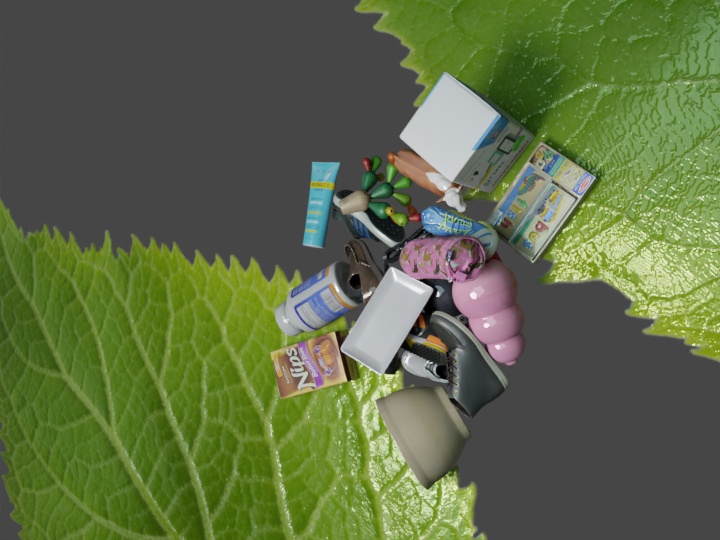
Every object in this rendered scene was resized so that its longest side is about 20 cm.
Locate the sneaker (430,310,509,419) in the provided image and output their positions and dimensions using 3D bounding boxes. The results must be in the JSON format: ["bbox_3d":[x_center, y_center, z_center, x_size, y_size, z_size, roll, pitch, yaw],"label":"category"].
[{"bbox_3d":[0.181,0.176,1.294,0.106,0.075,0.200,-40,85,-16],"label":"sneaker"}]

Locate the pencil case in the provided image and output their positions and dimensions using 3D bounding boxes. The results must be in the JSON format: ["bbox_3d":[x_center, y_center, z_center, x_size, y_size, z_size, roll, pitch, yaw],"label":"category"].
[{"bbox_3d":[0.149,-0.022,1.283,0.200,0.086,0.083,5,111,67],"label":"pencil case"}]

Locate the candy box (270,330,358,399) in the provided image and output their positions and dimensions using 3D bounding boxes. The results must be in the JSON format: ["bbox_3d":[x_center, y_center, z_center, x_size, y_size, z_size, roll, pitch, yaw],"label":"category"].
[{"bbox_3d":[-0.109,0.220,1.591,0.199,0.056,0.117,-21,78,32],"label":"candy box"}]

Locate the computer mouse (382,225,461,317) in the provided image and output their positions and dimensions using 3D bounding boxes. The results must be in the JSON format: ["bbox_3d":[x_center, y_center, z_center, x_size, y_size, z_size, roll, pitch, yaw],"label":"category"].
[{"bbox_3d":[0.121,0.016,1.403,0.140,0.046,0.201,-28,73,16],"label":"computer mouse"}]

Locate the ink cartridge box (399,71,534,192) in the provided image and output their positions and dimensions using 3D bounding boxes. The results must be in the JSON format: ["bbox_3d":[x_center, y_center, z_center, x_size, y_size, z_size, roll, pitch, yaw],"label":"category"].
[{"bbox_3d":[0.208,-0.257,1.309,0.146,0.200,0.147,45,112,24],"label":"ink cartridge box"}]

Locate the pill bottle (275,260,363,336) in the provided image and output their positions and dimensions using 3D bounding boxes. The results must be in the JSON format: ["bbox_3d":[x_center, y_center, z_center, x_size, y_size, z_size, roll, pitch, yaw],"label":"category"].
[{"bbox_3d":[-0.096,0.071,1.552,0.200,0.112,0.112,-32,73,29],"label":"pill bottle"}]

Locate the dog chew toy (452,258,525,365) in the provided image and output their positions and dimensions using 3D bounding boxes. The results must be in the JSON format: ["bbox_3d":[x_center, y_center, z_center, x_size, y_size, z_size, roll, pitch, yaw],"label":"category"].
[{"bbox_3d":[0.252,0.083,1.293,0.124,0.124,0.201,-18,96,31],"label":"dog chew toy"}]

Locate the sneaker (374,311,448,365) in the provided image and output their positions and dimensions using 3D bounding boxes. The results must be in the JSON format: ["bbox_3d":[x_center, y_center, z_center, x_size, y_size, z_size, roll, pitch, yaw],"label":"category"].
[{"bbox_3d":[0.113,0.115,1.406,0.200,0.070,0.090,27,60,26],"label":"sneaker"}]

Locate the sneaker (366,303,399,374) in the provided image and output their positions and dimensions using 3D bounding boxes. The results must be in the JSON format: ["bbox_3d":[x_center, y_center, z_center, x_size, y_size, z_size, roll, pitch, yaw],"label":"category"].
[{"bbox_3d":[0.068,0.121,1.469,0.087,0.076,0.201,-13,82,26],"label":"sneaker"}]

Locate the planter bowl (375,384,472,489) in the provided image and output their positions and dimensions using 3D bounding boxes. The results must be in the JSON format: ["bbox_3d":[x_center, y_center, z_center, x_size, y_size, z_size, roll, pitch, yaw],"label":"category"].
[{"bbox_3d":[0.137,0.312,1.366,0.134,0.200,0.201,-30,71,0],"label":"planter bowl"}]

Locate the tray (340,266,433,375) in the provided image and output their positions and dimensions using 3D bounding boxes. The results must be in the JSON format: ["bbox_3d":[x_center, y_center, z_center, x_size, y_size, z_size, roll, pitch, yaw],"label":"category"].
[{"bbox_3d":[0.054,0.100,1.367,0.107,0.022,0.200,29,82,24],"label":"tray"}]

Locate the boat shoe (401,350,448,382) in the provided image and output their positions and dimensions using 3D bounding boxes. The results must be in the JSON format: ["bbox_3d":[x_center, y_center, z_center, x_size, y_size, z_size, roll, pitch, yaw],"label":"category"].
[{"bbox_3d":[0.165,0.198,1.404,0.199,0.068,0.072,13,96,32],"label":"boat shoe"}]

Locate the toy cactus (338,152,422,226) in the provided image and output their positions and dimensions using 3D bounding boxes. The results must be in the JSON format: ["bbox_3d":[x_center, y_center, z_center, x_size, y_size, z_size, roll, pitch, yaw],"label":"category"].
[{"bbox_3d":[0.034,-0.164,1.460,0.164,0.102,0.201,-22,68,-2],"label":"toy cactus"}]

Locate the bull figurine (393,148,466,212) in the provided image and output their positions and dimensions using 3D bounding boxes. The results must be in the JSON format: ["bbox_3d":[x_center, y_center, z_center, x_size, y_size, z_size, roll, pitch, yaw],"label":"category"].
[{"bbox_3d":[0.156,-0.186,1.388,0.200,0.121,0.065,41,110,27],"label":"bull figurine"}]

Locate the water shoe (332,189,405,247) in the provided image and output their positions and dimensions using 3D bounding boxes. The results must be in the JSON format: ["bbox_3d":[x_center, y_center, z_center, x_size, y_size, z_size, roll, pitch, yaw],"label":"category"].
[{"bbox_3d":[0.019,-0.102,1.519,0.200,0.071,0.079,41,139,23],"label":"water shoe"}]

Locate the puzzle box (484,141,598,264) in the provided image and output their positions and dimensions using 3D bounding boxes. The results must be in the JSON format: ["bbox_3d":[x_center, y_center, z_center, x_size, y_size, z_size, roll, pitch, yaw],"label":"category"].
[{"bbox_3d":[0.344,-0.129,1.322,0.133,0.025,0.200,41,110,26],"label":"puzzle box"}]

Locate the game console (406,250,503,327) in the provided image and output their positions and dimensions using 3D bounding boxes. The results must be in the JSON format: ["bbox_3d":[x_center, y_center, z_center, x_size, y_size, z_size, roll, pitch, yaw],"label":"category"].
[{"bbox_3d":[0.205,0.027,1.410,0.200,0.031,0.177,-34,69,27],"label":"game console"}]

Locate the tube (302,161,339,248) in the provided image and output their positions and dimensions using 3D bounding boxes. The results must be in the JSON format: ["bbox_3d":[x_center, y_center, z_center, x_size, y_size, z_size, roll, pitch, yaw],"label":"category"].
[{"bbox_3d":[-0.094,-0.154,1.599,0.077,0.050,0.201,7,88,25],"label":"tube"}]

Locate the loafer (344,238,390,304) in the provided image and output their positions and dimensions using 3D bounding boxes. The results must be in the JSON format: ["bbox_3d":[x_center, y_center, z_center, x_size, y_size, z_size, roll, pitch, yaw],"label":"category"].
[{"bbox_3d":[0.000,0.000,1.472,0.071,0.073,0.200,-24,38,-7],"label":"loafer"}]

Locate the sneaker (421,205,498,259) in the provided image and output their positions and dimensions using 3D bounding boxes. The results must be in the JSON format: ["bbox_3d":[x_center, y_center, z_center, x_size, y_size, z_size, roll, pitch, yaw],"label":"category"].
[{"bbox_3d":[0.179,-0.075,1.327,0.200,0.105,0.076,37,111,63],"label":"sneaker"}]
